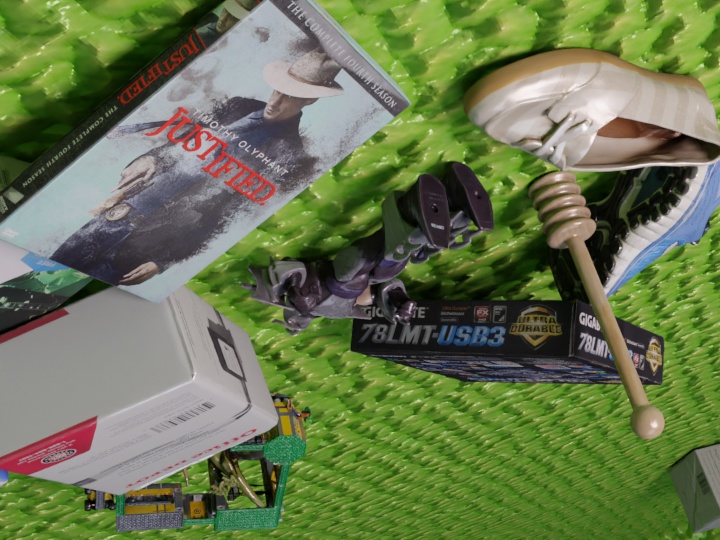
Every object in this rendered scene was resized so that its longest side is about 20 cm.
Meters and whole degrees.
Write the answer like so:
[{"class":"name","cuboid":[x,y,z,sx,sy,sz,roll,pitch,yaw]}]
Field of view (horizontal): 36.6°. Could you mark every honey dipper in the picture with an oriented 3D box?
[{"class":"honey dipper","cuboid":[0.166,0.024,0.760,0.038,0.201,0.038,-14,156,-6]}]

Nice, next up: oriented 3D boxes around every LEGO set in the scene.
[{"class":"LEGO set","cuboid":[-0.143,0.147,0.961,0.199,0.116,0.154,-6,131,-9]}]

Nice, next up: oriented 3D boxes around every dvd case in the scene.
[{"class":"dvd case","cuboid":[-0.083,-0.063,0.588,0.200,0.022,0.146,-38,151,12]}]

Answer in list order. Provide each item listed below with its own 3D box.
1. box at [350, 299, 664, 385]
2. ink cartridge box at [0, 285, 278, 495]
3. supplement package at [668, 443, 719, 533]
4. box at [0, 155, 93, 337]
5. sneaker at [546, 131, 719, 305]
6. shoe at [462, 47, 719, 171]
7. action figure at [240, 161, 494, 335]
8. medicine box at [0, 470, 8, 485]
[{"class":"box","cuboid":[0.126,0.062,0.909,0.199,0.050,0.198,-2,169,35]},{"class":"ink cartridge box","cuboid":[-0.158,0.086,0.765,0.145,0.084,0.200,-24,161,3]},{"class":"supplement package","cuboid":[0.663,0.360,1.881,0.199,0.122,0.120,-11,154,-15]},{"class":"box","cuboid":[-0.243,0.002,0.642,0.200,0.036,0.144,-32,152,31]},{"class":"sneaker","cuboid":[0.219,-0.030,0.833,0.089,0.079,0.200,0,150,-29]},{"class":"shoe","cuboid":[0.154,-0.095,0.682,0.199,0.054,0.070,-2,151,-31]},{"class":"action figure","cuboid":[0.000,0.000,0.764,0.130,0.070,0.200,-1,154,-43]},{"class":"medicine box","cuboid":[-0.378,0.132,0.743,0.182,0.103,0.200,-34,151,32]}]
